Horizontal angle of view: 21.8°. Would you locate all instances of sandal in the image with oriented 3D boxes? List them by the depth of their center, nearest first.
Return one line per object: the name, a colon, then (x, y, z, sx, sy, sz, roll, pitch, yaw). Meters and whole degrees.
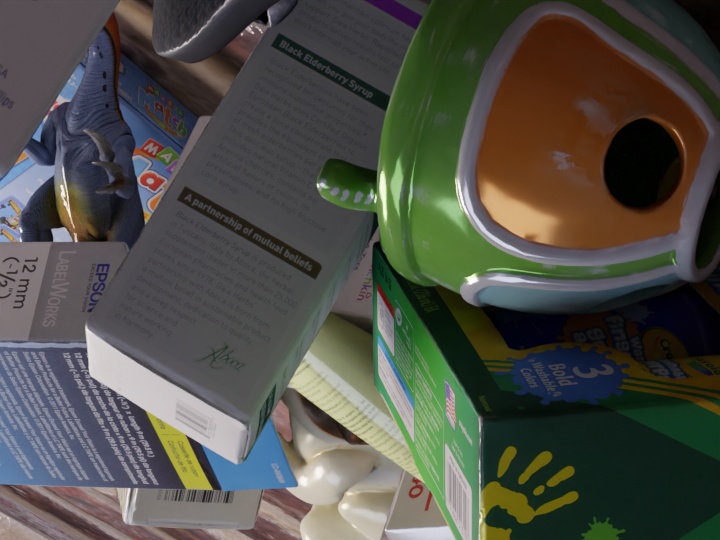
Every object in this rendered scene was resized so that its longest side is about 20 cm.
sandal: (-0.037, -0.127, 0.755, 0.043, 0.077, 0.200, 12, 170, -27)

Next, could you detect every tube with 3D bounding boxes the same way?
tube: (0.004, 0.053, 0.877, 0.199, 0.052, 0.058, 33, 120, -9)

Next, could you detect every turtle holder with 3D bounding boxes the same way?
turtle holder: (0.078, -0.040, 0.705, 0.131, 0.142, 0.186, 20, 158, 20)

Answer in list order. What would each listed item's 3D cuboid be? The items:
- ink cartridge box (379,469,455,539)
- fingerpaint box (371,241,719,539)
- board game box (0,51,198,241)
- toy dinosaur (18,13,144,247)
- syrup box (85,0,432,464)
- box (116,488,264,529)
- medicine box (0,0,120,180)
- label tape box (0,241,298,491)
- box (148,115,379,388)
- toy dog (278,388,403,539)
ink cartridge box: (0.088, 0.111, 0.972, 0.199, 0.116, 0.068, -9, 126, 25)
fingerpaint box: (0.103, 0.043, 0.745, 0.165, 0.074, 0.200, -4, -161, -9)
board game box: (-0.178, -0.041, 1.067, 0.199, 0.037, 0.151, -31, 125, 30)
toy dinosaur: (-0.154, -0.060, 0.988, 0.104, 0.183, 0.200, 14, -170, 8)
syrup box: (-0.033, -0.029, 0.795, 0.081, 0.201, 0.079, 30, 162, 3)
box: (-0.112, 0.069, 1.115, 0.081, 0.069, 0.200, 6, -154, -17)
medicine box: (-0.143, -0.122, 0.711, 0.103, 0.201, 0.182, 35, 160, -12)
label tape box: (-0.137, 0.050, 0.947, 0.198, 0.067, 0.144, -1, 145, 11)
box: (0.000, 0.000, 0.953, 0.199, 0.102, 0.113, 9, 153, 34)
toy dog: (0.013, 0.083, 1.124, 0.192, 0.141, 0.200, 6, 154, 21)
